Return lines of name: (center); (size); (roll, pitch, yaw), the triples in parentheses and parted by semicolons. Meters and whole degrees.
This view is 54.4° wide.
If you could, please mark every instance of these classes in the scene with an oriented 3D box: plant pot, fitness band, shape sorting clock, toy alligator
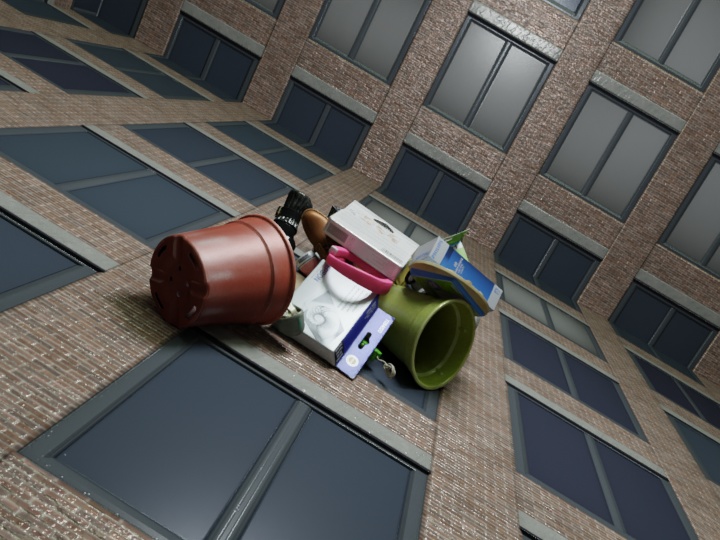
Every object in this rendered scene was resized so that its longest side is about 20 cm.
plant pot: (0.121, 0.127, 1.537); (0.197, 0.206, 0.182); (12, 10, -46)
plant pot: (-0.246, 0.009, 1.216); (0.199, 0.205, 0.193); (37, 26, 27)
fitness band: (0.000, 0.000, 1.497); (0.142, 0.038, 0.200); (33, 7, 13)
shape sorting clock: (0.193, 0.038, 1.525); (0.196, 0.040, 0.201); (27, -19, 10)
toy alligator: (0.003, 0.151, 1.439); (0.053, 0.060, 0.200); (16, 21, -39)

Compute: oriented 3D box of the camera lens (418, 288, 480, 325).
camera lens: (0.210, 0.111, 1.749); (0.158, 0.163, 0.199); (33, 16, 17)

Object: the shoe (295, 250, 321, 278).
shoe: (-0.103, 0.009, 1.691); (0.092, 0.071, 0.200); (58, 3, 4)

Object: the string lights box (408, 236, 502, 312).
string lights box: (0.214, 0.019, 1.589); (0.199, 0.060, 0.102); (39, -25, -13)

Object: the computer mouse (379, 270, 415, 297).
computer mouse: (0.076, 0.036, 1.613); (0.034, 0.199, 0.059); (31, -28, 38)

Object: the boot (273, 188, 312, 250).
boot: (-0.168, -0.115, 1.668); (0.079, 0.159, 0.210); (41, -7, -20)

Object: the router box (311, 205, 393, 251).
router box: (-0.023, -0.074, 1.919); (0.197, 0.153, 0.062); (17, 18, -39)

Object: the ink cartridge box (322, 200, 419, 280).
ink cartridge box: (0.029, -0.072, 1.616); (0.198, 0.045, 0.176); (35, 24, 6)

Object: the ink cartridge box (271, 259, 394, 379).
ink cartridge box: (-0.047, 0.091, 1.408); (0.197, 0.041, 0.200); (32, 45, 8)

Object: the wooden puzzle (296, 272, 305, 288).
wooden puzzle: (-0.215, 0.003, 1.542); (0.199, 0.047, 0.184); (40, 18, 16)

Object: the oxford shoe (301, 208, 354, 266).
oxford shoe: (-0.073, -0.055, 1.612); (0.203, 0.070, 0.071); (56, 9, -2)

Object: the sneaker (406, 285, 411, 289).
sneaker: (0.071, 0.034, 1.887); (0.198, 0.083, 0.088); (37, 17, 16)

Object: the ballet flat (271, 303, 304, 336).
ballet flat: (-0.180, 0.052, 1.329); (0.197, 0.065, 0.067); (31, 45, 28)

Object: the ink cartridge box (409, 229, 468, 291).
ink cartridge box: (0.202, -0.020, 1.771); (0.200, 0.144, 0.078); (109, -39, -75)

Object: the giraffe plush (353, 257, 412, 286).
giraffe plush: (0.028, 0.038, 1.728); (0.158, 0.175, 0.203); (19, 50, 4)
